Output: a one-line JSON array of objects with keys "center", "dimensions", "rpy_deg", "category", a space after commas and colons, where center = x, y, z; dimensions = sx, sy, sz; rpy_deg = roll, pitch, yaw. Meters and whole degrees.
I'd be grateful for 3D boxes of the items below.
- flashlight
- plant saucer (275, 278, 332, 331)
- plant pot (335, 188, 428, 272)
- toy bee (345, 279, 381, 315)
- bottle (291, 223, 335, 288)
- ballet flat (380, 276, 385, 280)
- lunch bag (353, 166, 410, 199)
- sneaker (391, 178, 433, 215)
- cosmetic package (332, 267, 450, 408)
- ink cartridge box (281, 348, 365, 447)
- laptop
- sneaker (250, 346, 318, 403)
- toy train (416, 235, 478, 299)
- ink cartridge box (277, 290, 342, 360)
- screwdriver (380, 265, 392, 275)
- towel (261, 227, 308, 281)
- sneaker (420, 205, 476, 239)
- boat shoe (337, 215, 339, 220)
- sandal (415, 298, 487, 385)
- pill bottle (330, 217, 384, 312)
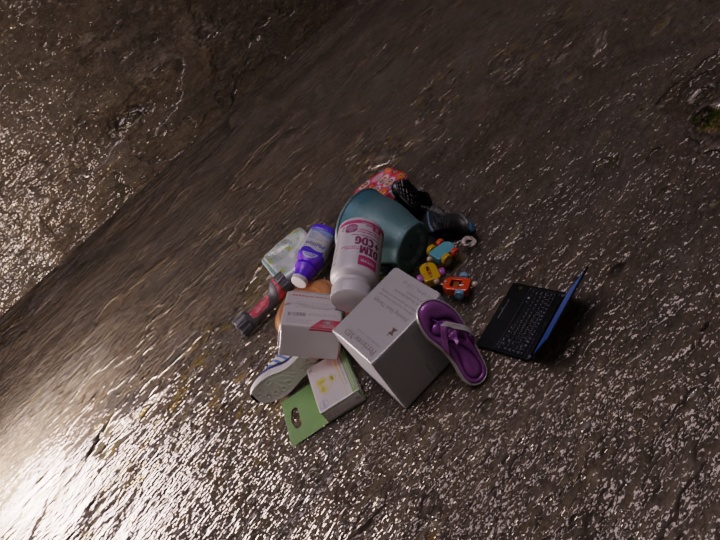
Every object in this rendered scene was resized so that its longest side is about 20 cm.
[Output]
[{"center": [-0.279, 0.093, 1.660], "dimensions": [0.200, 0.068, 0.068], "rpy_deg": [-43, 63, -8], "category": "flashlight"}, {"center": [-0.152, 0.099, 1.598], "dimensions": [0.198, 0.032, 0.202], "rpy_deg": [-23, 36, 18], "category": "plant saucer"}, {"center": [0.067, -0.088, 1.508], "dimensions": [0.187, 0.201, 0.201], "rpy_deg": [27, 66, 35], "category": "plant pot"}, {"center": [0.017, 0.096, 1.395], "dimensions": [0.198, 0.108, 0.133], "rpy_deg": [-22, 80, 31], "category": "toy bee"}, {"center": [-0.138, -0.042, 1.669], "dimensions": [0.082, 0.066, 0.202], "rpy_deg": [18, 55, 11], "category": "bottle"}, {"center": [0.070, 0.041, 1.448], "dimensions": [0.198, 0.067, 0.068], "rpy_deg": [-1, 56, 39], "category": "ballet flat"}, {"center": [0.058, -0.223, 1.732], "dimensions": [0.175, 0.082, 0.200], "rpy_deg": [-37, 25, -4], "category": "lunch bag"}, {"center": [0.121, -0.184, 1.582], "dimensions": [0.087, 0.199, 0.077], "rpy_deg": [-19, 70, 28], "category": "sneaker"}, {"center": [0.086, 0.140, 1.237], "dimensions": [0.200, 0.167, 0.167], "rpy_deg": [-44, 37, -11], "category": "cosmetic package"}, {"center": [-0.096, 0.286, 1.324], "dimensions": [0.198, 0.048, 0.146], "rpy_deg": [-31, 36, 2], "category": "ink cartridge box"}, {"center": [0.336, 0.076, 1.158], "dimensions": [0.198, 0.104, 0.178], "rpy_deg": [12, 56, 46], "category": "laptop"}, {"center": [-0.192, 0.228, 1.452], "dimensions": [0.199, 0.081, 0.147], "rpy_deg": [-37, 27, 3], "category": "sneaker"}, {"center": [0.216, 0.002, 1.392], "dimensions": [0.148, 0.056, 0.201], "rpy_deg": [-1, 42, 20], "category": "toy train"}, {"center": [-0.117, 0.127, 1.394], "dimensions": [0.143, 0.086, 0.201], "rpy_deg": [6, 21, -4], "category": "ink cartridge box"}, {"center": [0.000, 0.000, 1.497], "dimensions": [0.198, 0.029, 0.028], "rpy_deg": [1, 64, 38], "category": "screwdriver"}, {"center": [-0.211, -0.043, 1.796], "dimensions": [0.171, 0.048, 0.200], "rpy_deg": [-40, 36, -5], "category": "towel"}, {"center": [0.222, -0.110, 1.503], "dimensions": [0.082, 0.073, 0.199], "rpy_deg": [-46, 26, -10], "category": "sneaker"}, {"center": [-0.037, -0.110, 1.711], "dimensions": [0.069, 0.071, 0.201], "rpy_deg": [-18, 30, 12], "category": "boat shoe"}, {"center": [0.188, 0.135, 1.131], "dimensions": [0.082, 0.203, 0.050], "rpy_deg": [-43, 11, -15], "category": "sandal"}, {"center": [-0.009, -0.012, 1.343], "dimensions": [0.112, 0.114, 0.202], "rpy_deg": [-13, 50, 27], "category": "pill bottle"}]
